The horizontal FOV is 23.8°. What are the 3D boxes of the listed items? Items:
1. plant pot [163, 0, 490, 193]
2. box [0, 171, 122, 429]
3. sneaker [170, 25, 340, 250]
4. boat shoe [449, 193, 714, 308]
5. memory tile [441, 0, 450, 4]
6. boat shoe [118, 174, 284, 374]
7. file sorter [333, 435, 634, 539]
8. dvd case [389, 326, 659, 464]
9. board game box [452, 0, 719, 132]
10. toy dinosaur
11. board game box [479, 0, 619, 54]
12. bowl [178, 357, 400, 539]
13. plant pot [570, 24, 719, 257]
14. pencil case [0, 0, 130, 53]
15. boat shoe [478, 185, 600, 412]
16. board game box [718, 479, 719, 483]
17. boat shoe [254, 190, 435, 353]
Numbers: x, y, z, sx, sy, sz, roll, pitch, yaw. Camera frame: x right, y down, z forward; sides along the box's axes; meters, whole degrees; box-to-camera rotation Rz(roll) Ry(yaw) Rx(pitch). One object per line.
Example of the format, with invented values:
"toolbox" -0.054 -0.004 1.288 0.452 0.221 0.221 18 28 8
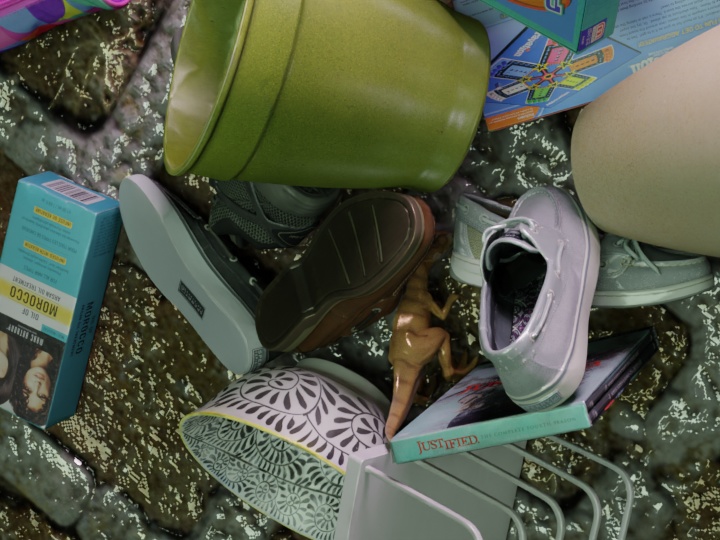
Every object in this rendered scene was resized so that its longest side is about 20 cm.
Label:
"plant pot" -0.018 -0.139 1.203 0.191 0.201 0.202 15 111 -18
"box" -0.265 0.025 1.442 0.082 0.049 0.201 22 109 18
"sneaker" -0.099 -0.095 1.327 0.200 0.076 0.114 53 136 20
"boat shoe" 0.158 -0.014 1.238 0.201 0.074 0.065 9 104 30
"memory tile" 0.097 -0.265 1.185 0.198 0.017 0.154 -11 123 24
"boat shoe" -0.124 -0.001 1.369 0.200 0.056 0.069 52 142 21
"file sorter" 0.089 0.200 1.227 0.124 0.199 0.140 24 111 37
"dvd case" 0.120 0.086 1.204 0.145 0.200 0.022 -14 96 26
"board game box" 0.170 -0.175 1.225 0.199 0.019 0.104 -14 94 25
"toy dinosaur" 0.038 0.066 1.276 0.060 0.106 0.201 -8 55 28
"board game box" 0.110 -0.262 1.101 0.152 0.045 0.201 34 137 29
"bowl" -0.033 0.130 1.321 0.199 0.201 0.095 24 65 12
"plant pot" 0.249 -0.084 1.140 0.199 0.187 0.189 -8 98 39
"pencil case" -0.279 -0.220 1.377 0.199 0.088 0.089 -18 94 25
"boat shoe" 0.115 0.001 1.142 0.070 0.202 0.072 -23 126 26
"board game box" 0.361 0.092 1.185 0.150 0.047 0.201 27 110 16
"boat shoe" 0.000 0.000 1.261 0.200 0.068 0.073 -34 58 46
